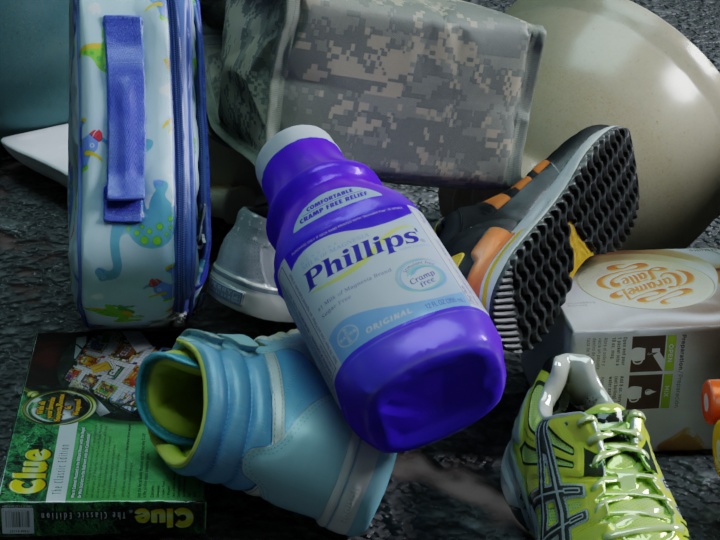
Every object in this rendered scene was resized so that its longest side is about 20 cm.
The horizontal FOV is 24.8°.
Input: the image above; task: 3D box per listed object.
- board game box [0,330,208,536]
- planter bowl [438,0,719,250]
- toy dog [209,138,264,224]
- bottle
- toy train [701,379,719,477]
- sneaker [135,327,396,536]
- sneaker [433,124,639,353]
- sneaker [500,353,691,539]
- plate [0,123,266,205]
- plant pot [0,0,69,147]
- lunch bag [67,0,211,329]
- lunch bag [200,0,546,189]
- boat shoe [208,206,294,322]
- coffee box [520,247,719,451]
[{"bbox_3d":[-0.134,0.083,0.885,0.104,0.024,0.200,2,22,-5],"label":"board game box"},{"bbox_3d":[0.134,-0.065,1.076,0.200,0.201,0.135,20,56,36],"label":"planter bowl"},{"bbox_3d":[-0.084,-0.102,1.143,0.199,0.140,0.194,15,17,-2],"label":"toy dog"},{"bbox_3d":[0.000,0.000,0.821,0.083,0.065,0.200,-22,44,-7],"label":"bottle"},{"bbox_3d":[0.264,0.101,0.805,0.150,0.056,0.200,-31,48,-32],"label":"toy train"},{"bbox_3d":[-0.050,0.051,0.858,0.130,0.080,0.200,18,20,-10],"label":"sneaker"},{"bbox_3d":[0.085,-0.027,0.909,0.090,0.070,0.200,5,32,32],"label":"sneaker"},{"bbox_3d":[0.113,0.109,0.775,0.075,0.077,0.200,-3,24,-16],"label":"sneaker"},{"bbox_3d":[-0.142,-0.080,1.255,0.199,0.033,0.200,-16,29,-37],"label":"plate"},{"bbox_3d":[-0.297,-0.176,1.309,0.135,0.200,0.200,-46,40,-11],"label":"plant pot"},{"bbox_3d":[-0.131,-0.069,0.951,0.082,0.201,0.161,-1,-13,-8],"label":"lunch bag"},{"bbox_3d":[-0.007,-0.119,0.999,0.163,0.118,0.200,5,13,-21],"label":"lunch bag"},{"bbox_3d":[-0.010,-0.011,1.012,0.070,0.072,0.200,28,18,32],"label":"boat shoe"},{"bbox_3d":[0.201,0.042,0.933,0.199,0.080,0.114,-2,24,-6],"label":"coffee box"}]
